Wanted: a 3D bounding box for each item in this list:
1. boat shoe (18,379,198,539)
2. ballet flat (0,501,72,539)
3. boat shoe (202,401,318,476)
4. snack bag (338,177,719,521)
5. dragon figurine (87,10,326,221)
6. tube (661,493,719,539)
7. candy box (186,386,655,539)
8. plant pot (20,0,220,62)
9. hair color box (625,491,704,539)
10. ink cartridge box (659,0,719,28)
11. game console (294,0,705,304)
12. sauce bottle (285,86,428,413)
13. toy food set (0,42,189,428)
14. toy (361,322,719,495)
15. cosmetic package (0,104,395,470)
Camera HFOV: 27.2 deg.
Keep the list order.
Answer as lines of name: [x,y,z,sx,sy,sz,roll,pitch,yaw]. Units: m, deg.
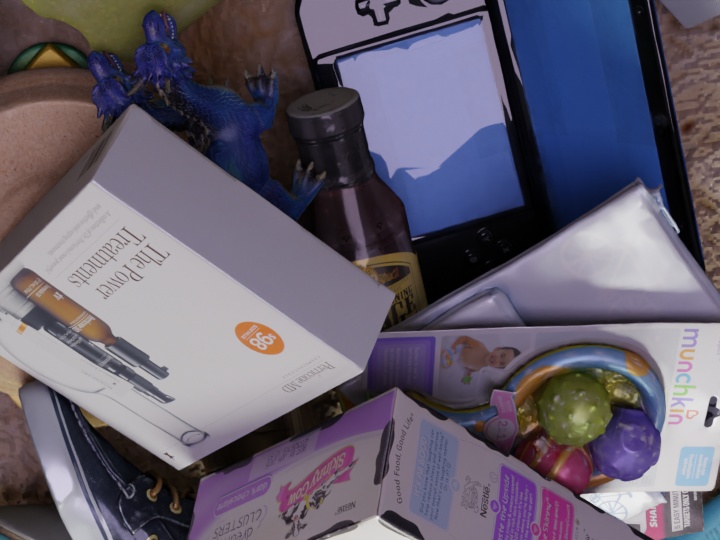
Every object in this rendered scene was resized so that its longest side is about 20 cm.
boat shoe: [-0.114,0.138,0.832,0.090,0.071,0.202,-26,101,-12]
ballet flat: [-0.132,0.175,0.899,0.199,0.067,0.064,34,75,-17]
boat shoe: [-0.042,0.127,0.884,0.072,0.065,0.202,-7,99,34]
snack bag: [0.118,0.066,0.805,0.199,0.021,0.189,-32,119,18]
dragon figurine: [-0.067,-0.037,0.737,0.058,0.099,0.201,-7,114,32]
tube: [0.184,0.209,0.950,0.199,0.050,0.078,-31,114,-1]
candy box: [0.033,0.156,0.779,0.199,0.072,0.167,32,141,-28]
plant pot: [-0.090,-0.208,0.709,0.200,0.201,0.184,41,112,-18]
hair color box: [0.102,0.120,0.899,0.198,0.061,0.101,-10,110,-3]
ink cartridge box: [0.167,-0.226,0.735,0.200,0.173,0.044,42,62,-18]
game console: [0.072,-0.072,0.799,0.169,0.118,0.202,-16,110,-1]
sauce bottle: [0.000,0.000,0.819,0.065,0.066,0.201,-16,116,-1]
toy food set: [-0.158,-0.017,0.827,0.200,0.049,0.198,42,100,-17]
toy: [0.099,0.086,0.776,0.198,0.047,0.116,1,126,-1]
cosmetic package: [-0.099,0.019,0.731,0.150,0.052,0.200,34,146,-17]
